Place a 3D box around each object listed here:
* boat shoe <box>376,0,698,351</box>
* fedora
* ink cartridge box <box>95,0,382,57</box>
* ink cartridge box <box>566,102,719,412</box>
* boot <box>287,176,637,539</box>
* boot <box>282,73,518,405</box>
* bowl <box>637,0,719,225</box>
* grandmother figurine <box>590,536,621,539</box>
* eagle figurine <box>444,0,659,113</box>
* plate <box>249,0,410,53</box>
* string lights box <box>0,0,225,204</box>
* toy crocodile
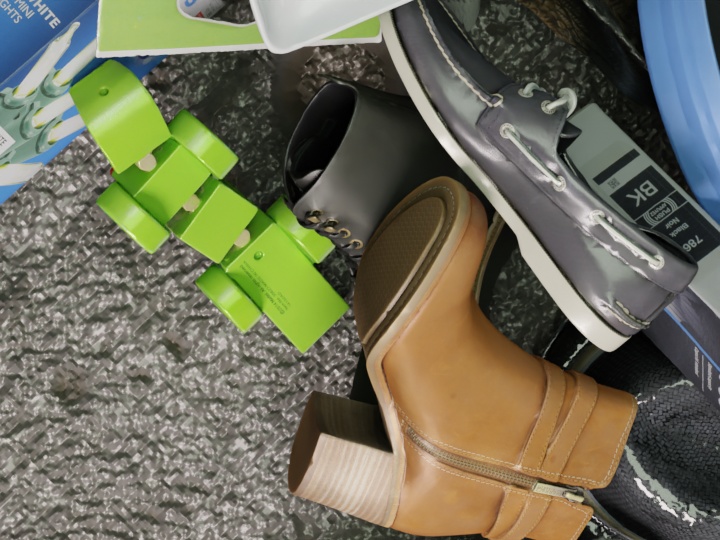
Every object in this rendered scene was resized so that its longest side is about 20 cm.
[{"bbox_3d":[0.083,-0.060,1.233,0.063,0.073,0.200,-35,90,21],"label":"boat shoe"},{"bbox_3d":[0.187,0.091,1.371,0.200,0.092,0.202,-1,95,-6],"label":"fedora"},{"bbox_3d":[-0.056,-0.203,1.210,0.147,0.076,0.201,-5,128,-17],"label":"ink cartridge box"},{"bbox_3d":[0.166,0.014,1.287,0.039,0.100,0.200,-36,61,-14],"label":"ink cartridge box"},{"bbox_3d":[0.066,0.053,1.278,0.155,0.077,0.201,13,118,-15],"label":"boot"},{"bbox_3d":[0.000,0.000,1.318,0.138,0.077,0.201,11,99,-41],"label":"boot"},{"bbox_3d":[0.192,-0.105,1.317,0.039,0.201,0.201,-13,97,27],"label":"bowl"},{"bbox_3d":[0.055,0.183,1.365,0.199,0.121,0.061,-15,55,5],"label":"grandmother figurine"},{"bbox_3d":[0.073,-0.163,1.328,0.199,0.151,0.152,9,83,3],"label":"eagle figurine"},{"bbox_3d":[0.022,-0.214,1.161,0.199,0.032,0.200,-22,131,-4],"label":"plate"},{"bbox_3d":[-0.169,-0.102,1.306,0.200,0.103,0.059,-42,71,-2],"label":"string lights box"},{"bbox_3d":[-0.075,-0.028,1.330,0.068,0.062,0.200,-48,127,0],"label":"toy crocodile"}]
